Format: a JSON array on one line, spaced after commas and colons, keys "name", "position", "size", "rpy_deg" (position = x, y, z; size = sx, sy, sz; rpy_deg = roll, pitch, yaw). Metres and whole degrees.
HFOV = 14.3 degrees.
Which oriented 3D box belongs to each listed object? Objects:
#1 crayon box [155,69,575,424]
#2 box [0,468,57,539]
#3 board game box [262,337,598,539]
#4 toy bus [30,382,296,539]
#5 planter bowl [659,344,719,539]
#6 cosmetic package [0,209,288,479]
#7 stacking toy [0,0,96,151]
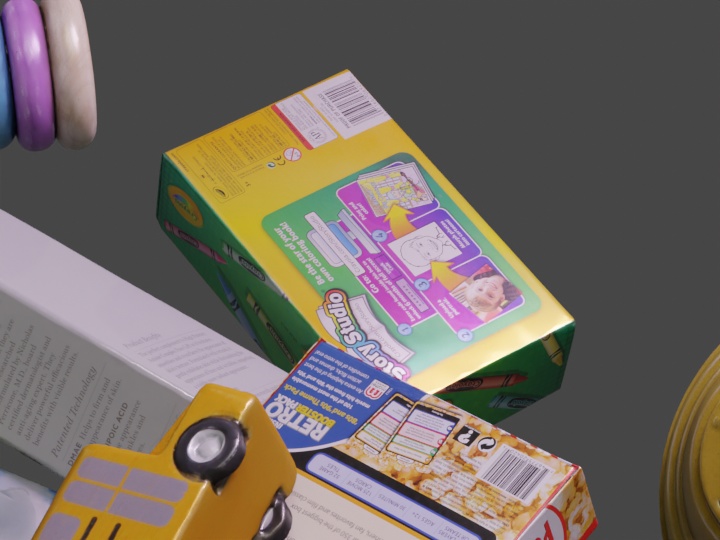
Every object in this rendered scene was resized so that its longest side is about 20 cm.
[{"name": "crayon box", "position": [0.000, 0.000, 1.448], "size": [0.119, 0.058, 0.200], "rpy_deg": [-26, 59, -26]}, {"name": "box", "position": [-0.158, 0.158, 1.303], "size": [0.199, 0.048, 0.122], "rpy_deg": [21, 51, 9]}, {"name": "board game box", "position": [-0.018, 0.137, 1.231], "size": [0.151, 0.046, 0.200], "rpy_deg": [26, 61, 34]}, {"name": "toy bus", "position": [-0.101, 0.140, 1.179], "size": [0.078, 0.065, 0.200], "rpy_deg": [10, 58, 30]}, {"name": "planter bowl", "position": [0.212, 0.092, 1.316], "size": [0.200, 0.083, 0.201], "rpy_deg": [-9, 72, 29]}, {"name": "cosmetic package", "position": [-0.130, 0.048, 1.357], "size": [0.200, 0.074, 0.102], "rpy_deg": [28, 15, 16]}, {"name": "stacking toy", "position": [-0.239, -0.094, 1.480], "size": [0.199, 0.085, 0.086], "rpy_deg": [-7, 52, -9]}]
